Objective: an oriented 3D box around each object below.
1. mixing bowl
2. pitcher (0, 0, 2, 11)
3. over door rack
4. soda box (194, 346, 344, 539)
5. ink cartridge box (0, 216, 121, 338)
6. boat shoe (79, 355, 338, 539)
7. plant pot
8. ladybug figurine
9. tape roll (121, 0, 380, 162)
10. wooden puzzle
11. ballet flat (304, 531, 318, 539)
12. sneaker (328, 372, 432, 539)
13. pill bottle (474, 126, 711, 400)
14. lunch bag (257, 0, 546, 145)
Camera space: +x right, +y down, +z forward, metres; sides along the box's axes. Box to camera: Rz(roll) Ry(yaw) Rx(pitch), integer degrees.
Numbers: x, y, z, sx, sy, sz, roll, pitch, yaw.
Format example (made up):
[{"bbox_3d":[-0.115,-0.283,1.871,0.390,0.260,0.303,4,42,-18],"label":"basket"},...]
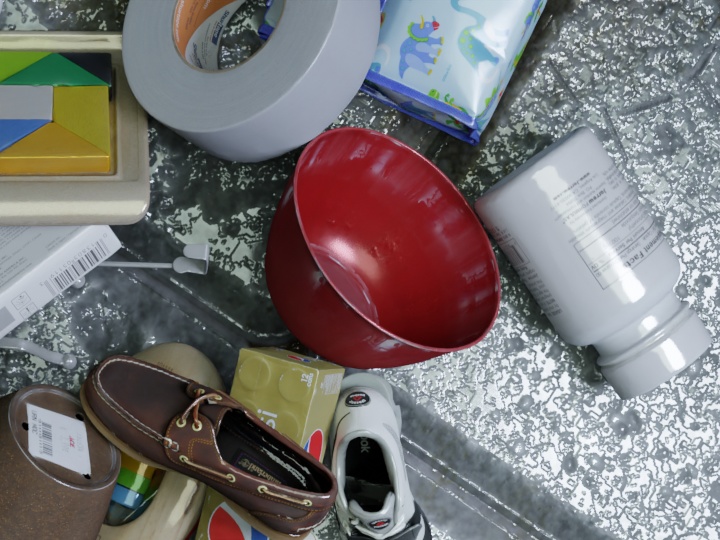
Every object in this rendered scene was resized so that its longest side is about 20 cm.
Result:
[{"bbox_3d":[0.000,0.000,1.474,0.199,0.108,0.201,25,46,-28],"label":"mixing bowl"},{"bbox_3d":[-0.390,-0.215,1.452,0.200,0.121,0.172,-40,97,-19],"label":"pitcher"},{"bbox_3d":[-0.209,0.062,1.458,0.198,0.067,0.149,-2,70,14],"label":"over door rack"},{"bbox_3d":[-0.073,0.161,1.430,0.067,0.064,0.202,15,93,18],"label":"soda box"},{"bbox_3d":[-0.303,-0.041,1.466,0.161,0.050,0.200,-38,55,-8],"label":"ink cartridge box"},{"bbox_3d":[-0.105,0.116,1.349,0.199,0.070,0.071,30,54,-2],"label":"boat shoe"},{"bbox_3d":[-0.266,0.180,1.372,0.187,0.187,0.200,41,119,-4],"label":"plant pot"},{"bbox_3d":[-0.164,0.156,1.472,0.135,0.072,0.201,23,83,33],"label":"ladybug figurine"},{"bbox_3d":[-0.085,-0.188,1.457,0.199,0.066,0.202,-12,65,26],"label":"tape roll"},{"bbox_3d":[-0.254,-0.117,1.449,0.183,0.037,0.201,0,47,-8],"label":"wooden puzzle"},{"bbox_3d":[-0.054,0.239,1.495,0.073,0.073,0.201,-23,93,-8],"label":"ballet flat"},{"bbox_3d":[0.010,0.188,1.475,0.074,0.089,0.201,-12,114,8],"label":"sneaker"},{"bbox_3d":[0.190,-0.003,1.516,0.114,0.114,0.201,-35,93,-7],"label":"pill bottle"},{"bbox_3d":[0.039,-0.221,1.507,0.199,0.127,0.171,26,87,7],"label":"lunch bag"}]
